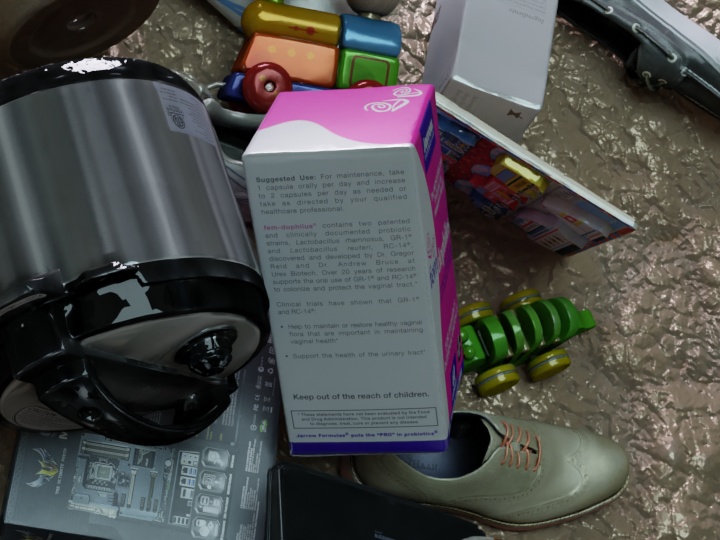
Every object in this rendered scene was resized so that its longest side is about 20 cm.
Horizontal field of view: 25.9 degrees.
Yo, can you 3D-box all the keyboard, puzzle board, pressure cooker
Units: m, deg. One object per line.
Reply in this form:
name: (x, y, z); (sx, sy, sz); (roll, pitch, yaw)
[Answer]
keyboard: (0.016, 0.194, 0.937); (0.200, 0.021, 0.127); (25, 50, -41)
puzzle board: (0.094, -0.056, 1.036); (0.151, 0.200, 0.017); (33, 85, -2)
pressure cooker: (-0.145, 0.003, 0.878); (0.175, 0.179, 0.200); (-11, 69, -25)

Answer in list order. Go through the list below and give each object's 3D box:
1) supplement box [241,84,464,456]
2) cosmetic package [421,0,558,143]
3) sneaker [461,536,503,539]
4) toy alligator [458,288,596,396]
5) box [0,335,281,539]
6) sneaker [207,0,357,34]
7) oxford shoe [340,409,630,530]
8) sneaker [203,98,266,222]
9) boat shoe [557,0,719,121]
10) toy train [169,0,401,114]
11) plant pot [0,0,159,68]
supplement box: (0.000, 0.000, 0.938); (0.103, 0.200, 0.101); (-3, 27, 12)
cosmetic package: (0.096, -0.185, 1.145); (0.074, 0.102, 0.200); (18, 61, -9)
sneaker: (0.035, 0.183, 0.879); (0.200, 0.085, 0.073); (-10, 78, -53)
toy alligator: (0.081, 0.051, 1.057); (0.200, 0.054, 0.059); (-14, 71, -23)
box: (-0.129, 0.081, 0.978); (0.157, 0.051, 0.201); (11, 64, -13)
sneaker: (-0.081, -0.219, 1.120); (0.200, 0.072, 0.072); (29, 59, -5)
oxford shoe: (0.091, 0.126, 1.014); (0.199, 0.074, 0.071); (0, 66, -18)
sneaker: (-0.036, -0.059, 1.052); (0.199, 0.087, 0.075); (13, 61, -13)
boat shoe: (0.223, -0.171, 1.205); (0.200, 0.069, 0.057); (42, 80, 6)
toy train: (-0.067, -0.164, 1.070); (0.199, 0.085, 0.116); (9, 90, -14)
plant pot: (-0.211, -0.233, 1.013); (0.200, 0.200, 0.175); (-21, 76, -25)
